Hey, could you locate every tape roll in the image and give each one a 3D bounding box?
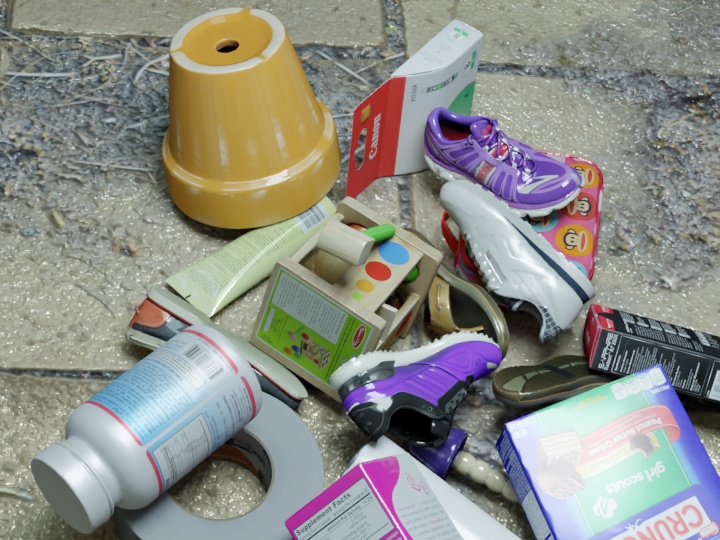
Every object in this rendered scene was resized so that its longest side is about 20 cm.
[{"bbox_3d":[-0.136,0.207,1.334,0.200,0.066,0.200,4,50,-5],"label":"tape roll"}]

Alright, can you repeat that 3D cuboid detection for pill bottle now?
[{"bbox_3d":[-0.193,0.144,1.264,0.109,0.109,0.200,39,56,21],"label":"pill bottle"}]

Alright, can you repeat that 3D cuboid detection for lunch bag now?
[{"bbox_3d":[0.180,-0.049,1.584,0.176,0.082,0.200,10,51,5],"label":"lunch bag"}]

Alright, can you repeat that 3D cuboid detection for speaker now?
[{"bbox_3d":[0.074,0.245,1.326,0.200,0.081,0.081,35,55,19],"label":"speaker"}]

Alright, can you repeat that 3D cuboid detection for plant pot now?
[{"bbox_3d":[-0.131,-0.179,1.540,0.200,0.183,0.200,-5,42,5],"label":"plant pot"}]

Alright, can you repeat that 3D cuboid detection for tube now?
[{"bbox_3d":[-0.113,-0.018,1.534,0.200,0.058,0.052,-34,102,-27],"label":"tube"}]

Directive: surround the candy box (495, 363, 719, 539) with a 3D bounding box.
[{"bbox_3d":[0.244,0.213,1.309,0.169,0.077,0.200,-20,69,-9],"label":"candy box"}]

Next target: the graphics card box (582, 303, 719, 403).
[{"bbox_3d":[0.336,0.092,1.469,0.200,0.051,0.125,14,11,3],"label":"graphics card box"}]

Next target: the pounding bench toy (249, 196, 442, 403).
[{"bbox_3d":[0.000,0.000,1.419,0.124,0.200,0.156,33,45,11],"label":"pounding bench toy"}]

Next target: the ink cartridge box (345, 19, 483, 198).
[{"bbox_3d":[0.062,-0.172,1.607,0.050,0.161,0.200,29,53,19],"label":"ink cartridge box"}]

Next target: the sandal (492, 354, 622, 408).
[{"bbox_3d":[0.217,0.127,1.449,0.200,0.055,0.082,-7,20,-39],"label":"sandal"}]

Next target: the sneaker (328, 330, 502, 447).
[{"bbox_3d":[0.069,0.126,1.377,0.200,0.070,0.100,-10,60,-35],"label":"sneaker"}]

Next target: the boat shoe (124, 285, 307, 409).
[{"bbox_3d":[-0.147,0.092,1.429,0.200,0.071,0.063,32,93,7],"label":"boat shoe"}]

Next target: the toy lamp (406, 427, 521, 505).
[{"bbox_3d":[0.140,0.209,1.381,0.200,0.058,0.058,26,52,11],"label":"toy lamp"}]

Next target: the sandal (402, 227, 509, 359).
[{"bbox_3d":[0.085,0.033,1.500,0.054,0.080,0.200,-24,55,-28],"label":"sandal"}]

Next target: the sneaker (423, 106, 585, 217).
[{"bbox_3d":[0.150,-0.123,1.539,0.200,0.083,0.081,23,57,26],"label":"sneaker"}]

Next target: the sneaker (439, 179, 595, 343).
[{"bbox_3d":[0.150,-0.014,1.471,0.200,0.076,0.081,43,88,14],"label":"sneaker"}]

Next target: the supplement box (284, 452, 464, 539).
[{"bbox_3d":[0.039,0.273,1.238,0.200,0.103,0.101,58,22,17],"label":"supplement box"}]
